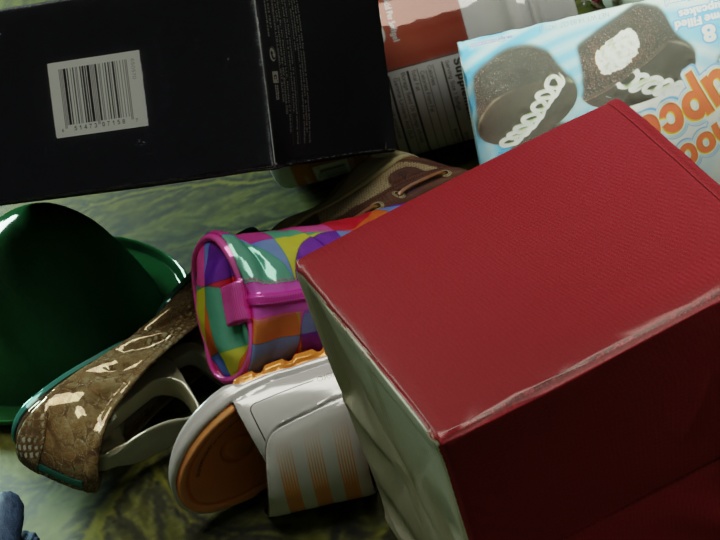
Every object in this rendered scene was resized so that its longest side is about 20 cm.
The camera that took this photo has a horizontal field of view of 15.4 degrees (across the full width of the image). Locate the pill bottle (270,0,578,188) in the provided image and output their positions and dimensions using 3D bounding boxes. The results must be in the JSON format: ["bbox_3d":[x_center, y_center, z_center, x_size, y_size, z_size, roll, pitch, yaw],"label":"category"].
[{"bbox_3d":[0.032,-0.127,1.577,0.199,0.113,0.112,-16,33,3],"label":"pill bottle"}]

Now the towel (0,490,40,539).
[{"bbox_3d":[-0.220,0.194,1.289,0.111,0.049,0.201,-9,35,13],"label":"towel"}]

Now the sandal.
[{"bbox_3d":[0.002,0.074,1.329,0.206,0.079,0.059,-25,48,-4],"label":"sandal"}]

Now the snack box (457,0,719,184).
[{"bbox_3d":[0.161,-0.090,1.474,0.198,0.037,0.117,-12,74,8],"label":"snack box"}]

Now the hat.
[{"bbox_3d":[-0.193,-0.028,1.478,0.165,0.177,0.200,-30,35,-17],"label":"hat"}]

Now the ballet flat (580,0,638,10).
[{"bbox_3d":[0.202,-0.170,1.601,0.199,0.076,0.064,1,53,32],"label":"ballet flat"}]

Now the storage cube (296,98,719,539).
[{"bbox_3d":[0.098,0.059,1.225,0.179,0.172,0.200,-27,35,-11],"label":"storage cube"}]

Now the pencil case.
[{"bbox_3d":[0.013,0.005,1.374,0.199,0.089,0.088,-12,30,-21],"label":"pencil case"}]

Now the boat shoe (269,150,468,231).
[{"bbox_3d":[0.000,0.000,1.450,0.072,0.073,0.200,7,35,35],"label":"boat shoe"}]

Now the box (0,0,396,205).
[{"bbox_3d":[-0.107,-0.099,1.448,0.199,0.105,0.182,-6,2,21],"label":"box"}]

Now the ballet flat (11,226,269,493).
[{"bbox_3d":[-0.099,0.054,1.437,0.065,0.071,0.200,37,60,21],"label":"ballet flat"}]
